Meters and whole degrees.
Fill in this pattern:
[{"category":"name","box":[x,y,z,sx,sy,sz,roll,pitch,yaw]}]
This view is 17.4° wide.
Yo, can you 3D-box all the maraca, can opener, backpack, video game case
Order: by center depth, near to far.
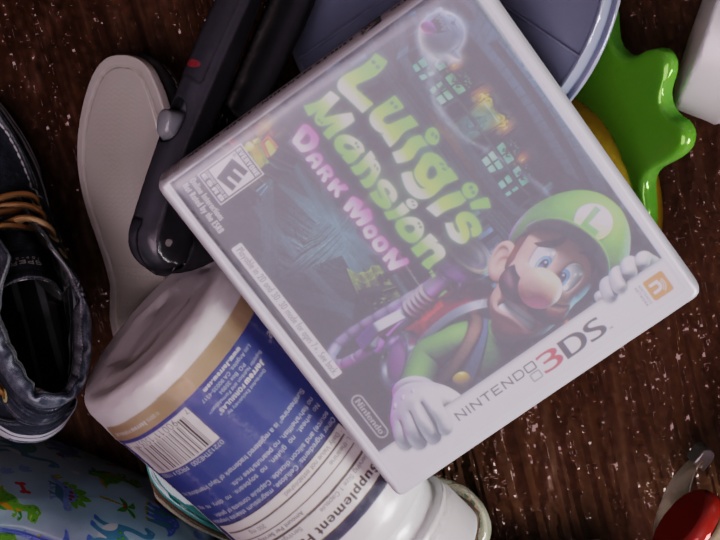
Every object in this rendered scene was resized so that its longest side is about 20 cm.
[{"category":"video game case","box":[0.034,-0.017,1.122,0.181,0.023,0.200,-35,106,9]},{"category":"can opener","box":[-0.068,-0.091,1.165,0.078,0.063,0.201,23,93,43]},{"category":"maraca","box":[0.102,-0.041,1.188,0.137,0.107,0.201,43,128,28]},{"category":"backpack","box":[-0.171,0.167,1.306,0.200,0.163,0.154,37,99,-14]}]

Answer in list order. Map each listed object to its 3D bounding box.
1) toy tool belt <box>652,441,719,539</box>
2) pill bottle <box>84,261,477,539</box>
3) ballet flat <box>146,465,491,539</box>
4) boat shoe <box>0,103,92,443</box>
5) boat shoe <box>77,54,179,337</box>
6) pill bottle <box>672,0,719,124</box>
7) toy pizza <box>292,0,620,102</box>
[{"category":"toy tool belt","box":[0.258,0.107,1.221,0.123,0.125,0.200,39,94,-14]},{"category":"pill bottle","box":[-0.036,0.092,1.209,0.111,0.111,0.200,-40,109,21]},{"category":"ballet flat","box":[-0.026,0.128,1.310,0.199,0.062,0.068,16,91,1]},{"category":"boat shoe","box":[-0.182,-0.015,1.225,0.070,0.091,0.201,-13,79,-22]},{"category":"boat shoe","box":[-0.101,-0.024,1.264,0.074,0.060,0.201,7,113,41]},{"category":"pill bottle","box":[0.259,-0.087,1.150,0.199,0.112,0.113,19,114,1]},{"category":"toy pizza","box":[0.046,-0.151,1.163,0.199,0.032,0.202,0,89,33]}]
